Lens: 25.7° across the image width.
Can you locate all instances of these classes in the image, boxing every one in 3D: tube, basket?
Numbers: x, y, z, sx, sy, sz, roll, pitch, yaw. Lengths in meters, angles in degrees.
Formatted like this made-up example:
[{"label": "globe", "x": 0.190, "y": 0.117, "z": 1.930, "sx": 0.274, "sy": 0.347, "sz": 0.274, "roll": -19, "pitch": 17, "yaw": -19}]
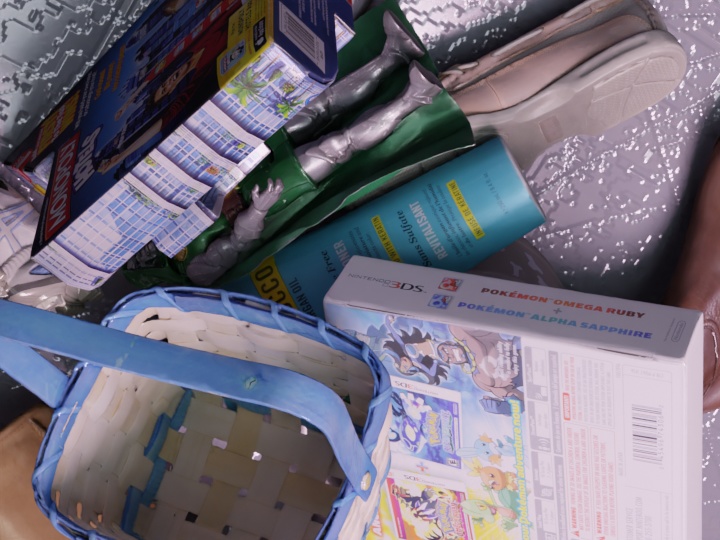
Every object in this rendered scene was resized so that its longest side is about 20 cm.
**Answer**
[{"label": "tube", "x": 0.000, "y": 0.000, "z": 0.831, "sx": 0.199, "sy": 0.050, "sz": 0.078, "roll": -30, "pitch": 82, "yaw": 9}, {"label": "basket", "x": -0.075, "y": 0.073, "z": 0.729, "sx": 0.175, "sy": 0.200, "sz": 0.140, "roll": 15, "pitch": 73, "yaw": 19}]

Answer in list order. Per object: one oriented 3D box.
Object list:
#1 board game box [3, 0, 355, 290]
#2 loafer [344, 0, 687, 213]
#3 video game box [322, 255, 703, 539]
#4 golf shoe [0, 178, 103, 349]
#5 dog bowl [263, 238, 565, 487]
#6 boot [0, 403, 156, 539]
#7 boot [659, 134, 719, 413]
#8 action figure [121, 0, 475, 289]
[{"label": "board game box", "x": -0.094, "y": -0.070, "z": 0.763, "sx": 0.200, "sy": 0.200, "sz": 0.062, "roll": -40, "pitch": 116, "yaw": 20}, {"label": "loafer", "x": 0.075, "y": -0.091, "z": 0.857, "sx": 0.199, "sy": 0.063, "sz": 0.072, "roll": -23, "pitch": 149, "yaw": 0}, {"label": "video game box", "x": 0.081, "y": 0.095, "z": 0.802, "sx": 0.181, "sy": 0.047, "sz": 0.201, "roll": 8, "pitch": 129, "yaw": 21}, {"label": "golf shoe", "x": -0.203, "y": -0.010, "z": 0.741, "sx": 0.078, "sy": 0.200, "sz": 0.098, "roll": -33, "pitch": 81, "yaw": 9}, {"label": "dog bowl", "x": 0.043, "y": 0.071, "z": 0.912, "sx": 0.199, "sy": 0.059, "sz": 0.201, "roll": -6, "pitch": 114, "yaw": -13}, {"label": "boot", "x": -0.108, "y": 0.146, "z": 0.865, "sx": 0.200, "sy": 0.175, "sz": 0.066, "roll": 46, "pitch": 126, "yaw": 2}, {"label": "boot", "x": 0.164, "y": 0.031, "z": 0.871, "sx": 0.200, "sy": 0.064, "sz": 0.187, "roll": -27, "pitch": 124, "yaw": -39}, {"label": "action figure", "x": -0.046, "y": -0.050, "z": 0.819, "sx": 0.200, "sy": 0.118, "sz": 0.055, "roll": -38, "pitch": 136, "yaw": 15}]
